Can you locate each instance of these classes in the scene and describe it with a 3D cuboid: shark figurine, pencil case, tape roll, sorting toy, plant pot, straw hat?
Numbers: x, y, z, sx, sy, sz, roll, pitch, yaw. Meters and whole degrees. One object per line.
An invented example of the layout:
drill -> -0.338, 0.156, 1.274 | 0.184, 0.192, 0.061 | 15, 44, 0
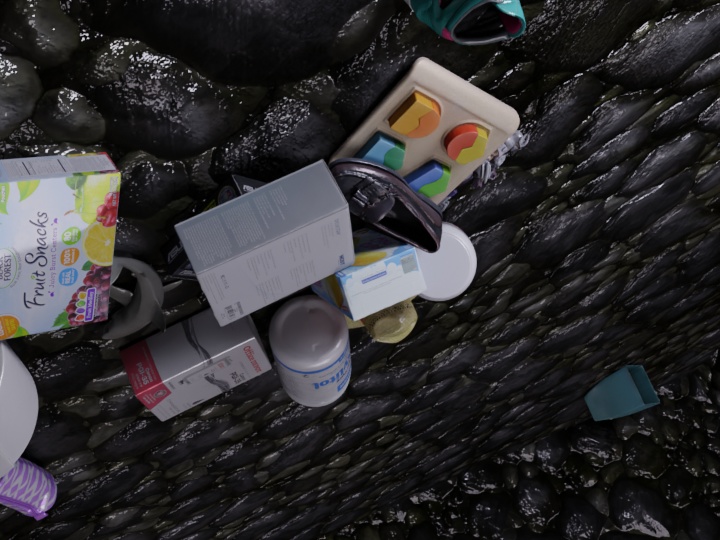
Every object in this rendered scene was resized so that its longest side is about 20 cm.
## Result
shark figurine -> -0.284, 0.039, 1.174 | 0.127, 0.090, 0.215 | -21, 156, -18
pencil case -> -0.569, 0.347, 1.460 | 0.084, 0.086, 0.200 | -28, 156, -3
tape roll -> -0.490, 0.147, 1.029 | 0.201, 0.204, 0.139 | -22, 155, -14
sorting toy -> 0.084, -0.161, 1.166 | 0.184, 0.037, 0.200 | 21, 128, -33
plant pot -> 0.876, 0.430, 3.039 | 0.200, 0.142, 0.141 | -36, 155, 32
straw hat -> 0.052, 0.081, 1.595 | 0.200, 0.085, 0.201 | -23, 155, -11

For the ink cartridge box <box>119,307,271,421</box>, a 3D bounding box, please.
ink cartridge box -> -0.251, 0.138, 1.394 | 0.199, 0.083, 0.147 | -25, 155, -6

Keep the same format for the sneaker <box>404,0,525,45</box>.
sneaker -> 0.149, -0.306, 0.924 | 0.200, 0.121, 0.083 | -37, 154, 16

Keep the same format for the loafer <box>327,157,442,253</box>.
loafer -> 0.038, -0.083, 1.179 | 0.199, 0.063, 0.072 | 25, 133, -36

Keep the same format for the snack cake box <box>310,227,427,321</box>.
snack cake box -> 0.000, 0.000, 1.277 | 0.114, 0.068, 0.200 | -23, -163, -15

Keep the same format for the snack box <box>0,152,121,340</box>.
snack box -> -0.341, -0.025, 0.967 | 0.141, 0.053, 0.201 | -10, 130, -33

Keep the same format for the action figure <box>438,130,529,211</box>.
action figure -> 0.158, -0.144, 1.291 | 0.199, 0.070, 0.130 | -30, 174, 24

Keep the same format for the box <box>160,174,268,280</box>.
box -> -0.144, -0.046, 1.206 | 0.160, 0.044, 0.199 | -42, 152, 26

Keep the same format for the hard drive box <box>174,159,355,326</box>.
hard drive box -> -0.113, -0.031, 1.122 | 0.199, 0.077, 0.156 | -24, 155, -10

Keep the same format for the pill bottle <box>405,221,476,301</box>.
pill bottle -> 0.119, -0.015, 1.367 | 0.115, 0.116, 0.200 | -32, -179, 7

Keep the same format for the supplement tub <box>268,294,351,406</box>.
supplement tub -> -0.082, 0.138, 1.514 | 0.131, 0.132, 0.200 | -24, 154, -10
